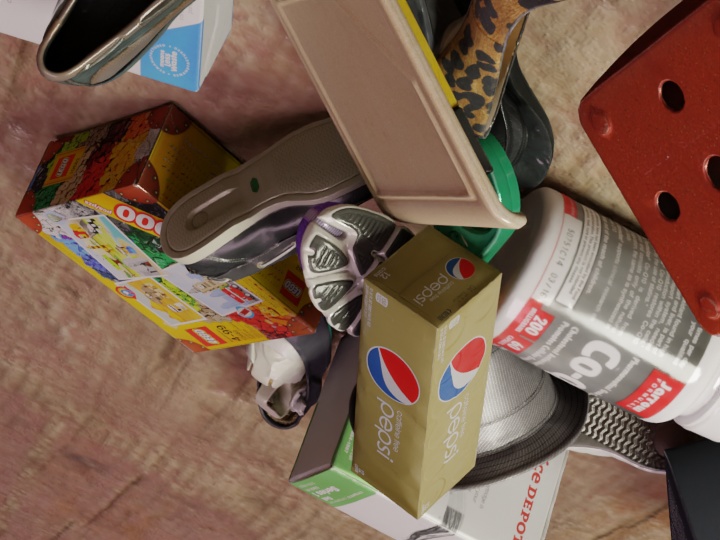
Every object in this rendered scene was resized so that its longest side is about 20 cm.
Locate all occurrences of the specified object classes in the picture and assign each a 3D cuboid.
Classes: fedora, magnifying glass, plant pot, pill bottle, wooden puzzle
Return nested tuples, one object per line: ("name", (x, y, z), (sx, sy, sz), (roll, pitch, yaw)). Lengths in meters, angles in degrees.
("fedora", (0.072, 0.069, 1.365), (0.176, 0.200, 0.091), (-19, 117, -8))
("magnifying glass", (0.066, -0.013, 1.187), (0.080, 0.022, 0.200), (41, 147, 34))
("plant pot", (0.228, -0.078, 0.887), (0.200, 0.176, 0.200), (61, 148, 5))
("pill bottle", (0.184, 0.035, 1.268), (0.199, 0.114, 0.114), (27, 151, -12))
("wooden puzzle", (0.014, -0.111, 1.091), (0.200, 0.037, 0.185), (57, 165, -13))

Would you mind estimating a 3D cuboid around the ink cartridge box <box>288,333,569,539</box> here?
("ink cartridge box", (0.062, 0.151, 1.517), (0.200, 0.146, 0.084), (31, 151, -18))

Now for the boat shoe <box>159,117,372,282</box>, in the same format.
("boat shoe", (-0.040, -0.050, 1.273), (0.199, 0.072, 0.068), (-25, 137, 20))

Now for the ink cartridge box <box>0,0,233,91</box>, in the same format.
("ink cartridge box", (-0.180, -0.197, 1.127), (0.199, 0.068, 0.116), (17, 140, 6))

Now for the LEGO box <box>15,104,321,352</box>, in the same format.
("LEGO box", (-0.136, -0.027, 1.404), (0.149, 0.077, 0.200), (-11, 139, 44))

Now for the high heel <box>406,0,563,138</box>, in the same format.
("high heel", (0.107, -0.136, 1.028), (0.199, 0.071, 0.143), (5, 131, 42))

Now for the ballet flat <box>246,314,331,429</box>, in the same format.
("ballet flat", (-0.063, 0.079, 1.547), (0.073, 0.073, 0.200), (17, 152, 6))

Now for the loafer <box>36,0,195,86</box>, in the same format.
("loafer", (-0.111, -0.179, 1.025), (0.072, 0.063, 0.200), (40, 109, 0))

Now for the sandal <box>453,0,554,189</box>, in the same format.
("sandal", (0.072, -0.108, 1.160), (0.075, 0.048, 0.201), (6, 148, 23))

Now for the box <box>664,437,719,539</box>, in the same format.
("box", (0.324, 0.207, 1.433), (0.147, 0.105, 0.200), (-15, 145, 1))

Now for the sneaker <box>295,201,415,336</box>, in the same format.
("sneaker", (0.000, 0.000, 1.244), (0.083, 0.081, 0.200), (38, 180, 28))

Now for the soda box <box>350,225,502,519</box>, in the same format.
("soda box", (0.041, 0.071, 1.212), (0.064, 0.068, 0.200), (33, 143, 26))

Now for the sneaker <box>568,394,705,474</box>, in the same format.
("sneaker", (0.203, 0.115, 1.472), (0.199, 0.073, 0.085), (8, -174, 6))
